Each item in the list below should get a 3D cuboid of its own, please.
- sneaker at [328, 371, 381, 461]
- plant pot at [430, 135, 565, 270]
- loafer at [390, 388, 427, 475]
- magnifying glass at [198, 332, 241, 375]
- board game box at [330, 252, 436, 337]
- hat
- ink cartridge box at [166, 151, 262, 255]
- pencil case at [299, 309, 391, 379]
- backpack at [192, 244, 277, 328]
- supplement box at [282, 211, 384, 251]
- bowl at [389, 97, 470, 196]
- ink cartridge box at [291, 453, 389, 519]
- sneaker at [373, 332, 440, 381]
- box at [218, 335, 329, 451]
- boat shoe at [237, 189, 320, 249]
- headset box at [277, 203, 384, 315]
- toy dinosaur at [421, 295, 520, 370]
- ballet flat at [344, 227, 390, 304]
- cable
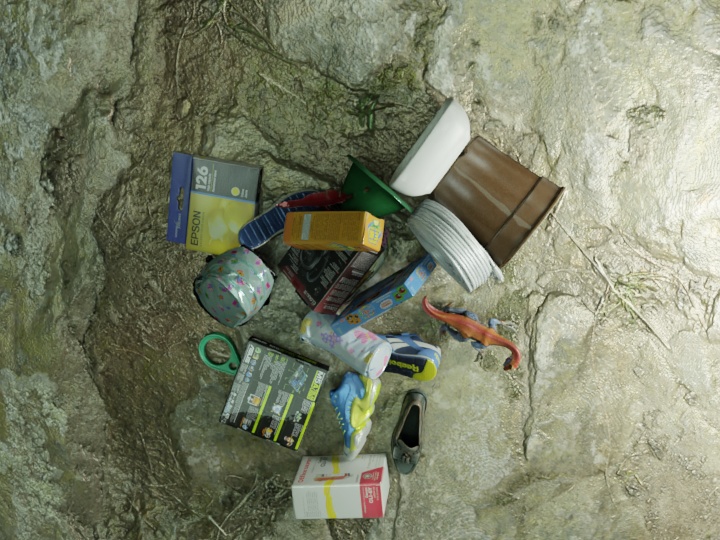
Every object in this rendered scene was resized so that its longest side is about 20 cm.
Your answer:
[{"bbox_3d":[-0.025,0.313,1.677,0.104,0.076,0.202,19,98,14],"label":"sneaker"},{"bbox_3d":[0.256,-0.140,1.475,0.198,0.200,0.201,39,105,5],"label":"plant pot"},{"bbox_3d":[0.104,0.362,1.670,0.071,0.063,0.203,9,104,5],"label":"loafer"},{"bbox_3d":[-0.278,0.219,1.703,0.200,0.022,0.080,43,104,-6],"label":"magnifying glass"},{"bbox_3d":[0.047,0.049,1.527,0.199,0.151,0.037,-30,99,32],"label":"board game box"},{"bbox_3d":[-0.021,-0.111,1.483,0.176,0.200,0.165,-49,131,6],"label":"hat"},{"bbox_3d":[-0.315,-0.136,1.611,0.197,0.047,0.200,9,106,2],"label":"ink cartridge box"},{"bbox_3d":[-0.033,0.149,1.586,0.199,0.090,0.084,25,128,27],"label":"pencil case"},{"bbox_3d":[-0.256,0.037,1.560,0.166,0.127,0.200,39,148,-11],"label":"backpack"},{"bbox_3d":[-0.054,-0.076,1.473,0.198,0.066,0.070,0,79,36],"label":"supplement box"},{"bbox_3d":[0.141,-0.227,1.453,0.074,0.200,0.201,35,105,-4],"label":"bowl"},{"bbox_3d":[-0.042,0.472,1.671,0.197,0.145,0.085,-4,102,8],"label":"ink cartridge box"},{"bbox_3d":[0.082,0.173,1.628,0.198,0.082,0.075,17,128,21],"label":"sneaker"},{"bbox_3d":[-0.190,0.272,1.677,0.191,0.048,0.202,20,98,-5],"label":"box"},{"bbox_3d":[-0.168,-0.110,1.580,0.198,0.072,0.073,-27,97,-14],"label":"boat shoe"},{"bbox_3d":[-0.068,-0.018,1.557,0.201,0.077,0.149,-53,55,15],"label":"headset box"},{"bbox_3d":[0.236,0.140,1.553,0.181,0.199,0.106,25,98,46],"label":"toy dinosaur"},{"bbox_3d":[0.000,0.000,1.591,0.069,0.071,0.201,34,105,-9],"label":"ballet flat"},{"bbox_3d":[0.174,-0.048,1.492,0.069,0.200,0.200,-42,119,-3],"label":"cable"}]
